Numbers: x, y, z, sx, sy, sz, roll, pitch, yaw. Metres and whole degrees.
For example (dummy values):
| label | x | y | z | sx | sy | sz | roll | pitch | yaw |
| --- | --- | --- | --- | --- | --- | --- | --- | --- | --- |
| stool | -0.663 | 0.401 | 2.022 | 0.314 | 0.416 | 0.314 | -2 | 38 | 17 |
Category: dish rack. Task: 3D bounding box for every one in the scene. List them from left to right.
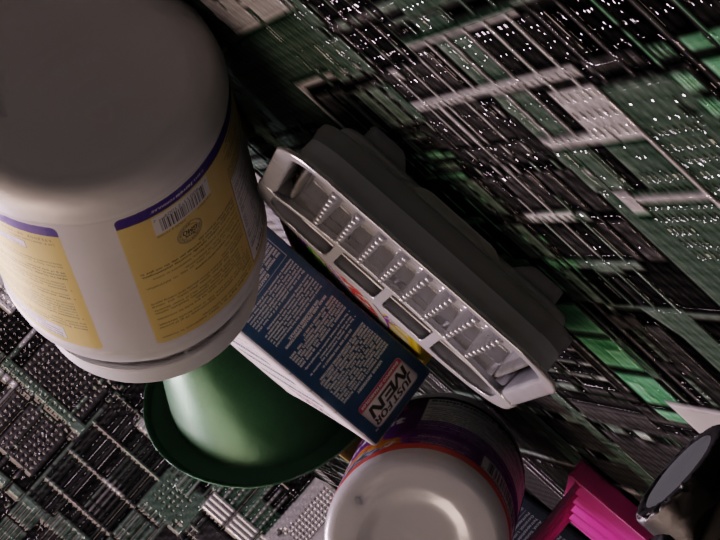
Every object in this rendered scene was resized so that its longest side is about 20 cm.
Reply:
| label | x | y | z | sx | sy | sz | roll | pitch | yaw |
| --- | --- | --- | --- | --- | --- | --- | --- | --- | --- |
| dish rack | 0.030 | -0.006 | 1.285 | 0.172 | 0.044 | 0.200 | 42 | 173 | -1 |

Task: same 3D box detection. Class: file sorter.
| label | x | y | z | sx | sy | sz | roll | pitch | yaw |
| --- | --- | --- | --- | --- | --- | --- | --- | --- | --- |
| file sorter | 0.152 | 0.225 | 1.695 | 0.139 | 0.125 | 0.200 | 40 | 173 | 10 |

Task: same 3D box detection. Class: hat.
| label | x | y | z | sx | sy | sz | roll | pitch | yaw |
| --- | --- | --- | --- | --- | --- | --- | --- | --- | --- |
| hat | -0.096 | 0.019 | 1.694 | 0.200 | 0.166 | 0.176 | 20 | 152 | 33 |

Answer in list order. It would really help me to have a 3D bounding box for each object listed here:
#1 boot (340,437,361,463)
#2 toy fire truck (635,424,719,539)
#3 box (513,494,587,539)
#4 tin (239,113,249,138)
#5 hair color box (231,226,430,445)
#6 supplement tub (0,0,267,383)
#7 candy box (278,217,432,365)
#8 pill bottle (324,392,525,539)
| label | x | y | z | sx | sy | sz | roll | pitch | yaw |
| --- | --- | --- | --- | --- | --- | --- | --- | --- | --- |
| boot | -0.059 | 0.076 | 2.147 | 0.200 | 0.072 | 0.155 | 44 | 175 | -22 |
| toy fire truck | 0.155 | 0.081 | 0.857 | 0.129 | 0.176 | 0.200 | 42 | 131 | -4 |
| box | 0.142 | 0.258 | 2.017 | 0.200 | 0.107 | 0.148 | 34 | 169 | 40 |
| tin | -0.123 | -0.103 | 1.535 | 0.112 | 0.042 | 0.200 | 47 | 172 | -15 |
| hair color box | -0.058 | 0.017 | 1.575 | 0.200 | 0.061 | 0.100 | 43 | 171 | -38 |
| supplement tub | -0.126 | -0.042 | 1.363 | 0.145 | 0.145 | 0.200 | 38 | 161 | 25 |
| candy box | 0.000 | 0.000 | 1.546 | 0.102 | 0.026 | 0.200 | 36 | 172 | 11 |
| pill bottle | 0.045 | 0.141 | 1.663 | 0.111 | 0.111 | 0.200 | 42 | -166 | -2 |
